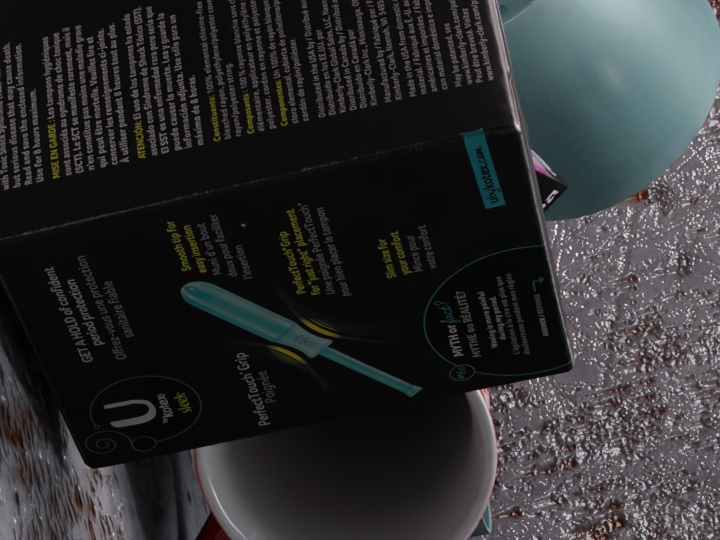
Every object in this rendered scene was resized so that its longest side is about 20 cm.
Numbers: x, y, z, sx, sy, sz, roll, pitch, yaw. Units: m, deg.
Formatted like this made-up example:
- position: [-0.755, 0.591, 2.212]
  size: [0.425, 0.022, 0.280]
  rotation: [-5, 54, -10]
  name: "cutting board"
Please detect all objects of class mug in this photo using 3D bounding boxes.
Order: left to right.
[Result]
- position: [-0.018, 0.057, 1.413]
  size: [0.200, 0.177, 0.134]
  rotation: [-74, 141, -71]
  name: "mug"

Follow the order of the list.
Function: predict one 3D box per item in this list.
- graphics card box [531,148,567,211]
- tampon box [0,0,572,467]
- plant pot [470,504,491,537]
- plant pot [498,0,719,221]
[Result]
- position: [0.028, -0.084, 1.586]
  size: [0.126, 0.051, 0.200]
  rotation: [47, 9, 20]
  name: "graphics card box"
- position: [-0.033, -0.033, 1.164]
  size: [0.150, 0.199, 0.127]
  rotation: [73, 6, -50]
  name: "tampon box"
- position: [-0.016, 0.057, 1.618]
  size: [0.200, 0.134, 0.201]
  rotation: [-12, 90, -85]
  name: "plant pot"
- position: [0.110, -0.157, 1.919]
  size: [0.161, 0.200, 0.201]
  rotation: [46, 28, -49]
  name: "plant pot"
